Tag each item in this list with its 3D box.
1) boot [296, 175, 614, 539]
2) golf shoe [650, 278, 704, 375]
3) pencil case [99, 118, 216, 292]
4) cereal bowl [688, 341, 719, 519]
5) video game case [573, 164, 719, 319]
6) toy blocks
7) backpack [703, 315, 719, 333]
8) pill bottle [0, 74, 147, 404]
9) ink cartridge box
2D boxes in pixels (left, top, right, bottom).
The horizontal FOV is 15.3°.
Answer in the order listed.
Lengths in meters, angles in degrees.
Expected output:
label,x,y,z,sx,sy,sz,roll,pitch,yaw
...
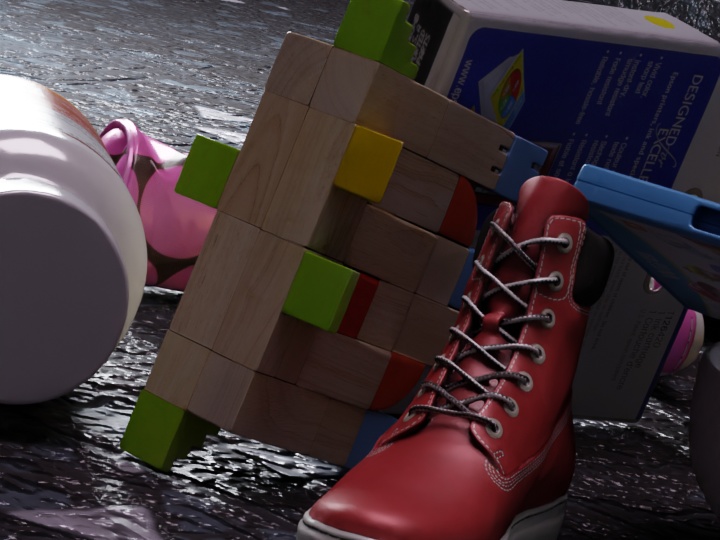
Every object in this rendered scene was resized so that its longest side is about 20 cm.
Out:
label,x,y,z,sx,sy,sz,roll,pitch,yaw
boot,0.039,0.039,0.980,0.072,0.145,0.200,16,12,18
golf shoe,0.154,0.012,1.444,0.091,0.076,0.200,12,11,-18
pencil case,-0.053,-0.029,1.382,0.199,0.091,0.094,8,46,-29
cereal bowl,0.221,0.094,1.064,0.198,0.084,0.200,12,10,-2
video game case,0.192,0.015,1.034,0.199,0.018,0.143,20,-8,31
toy blocks,0.000,0.000,1.083,0.100,0.201,0.136,22,0,38
backpack,0.236,-0.037,1.589,0.199,0.155,0.175,13,14,41
pill bottle,-0.148,-0.012,1.116,0.111,0.113,0.200,10,12,-13
ink cartridge box,0.078,-0.025,1.207,0.199,0.199,0.047,2,28,-40
